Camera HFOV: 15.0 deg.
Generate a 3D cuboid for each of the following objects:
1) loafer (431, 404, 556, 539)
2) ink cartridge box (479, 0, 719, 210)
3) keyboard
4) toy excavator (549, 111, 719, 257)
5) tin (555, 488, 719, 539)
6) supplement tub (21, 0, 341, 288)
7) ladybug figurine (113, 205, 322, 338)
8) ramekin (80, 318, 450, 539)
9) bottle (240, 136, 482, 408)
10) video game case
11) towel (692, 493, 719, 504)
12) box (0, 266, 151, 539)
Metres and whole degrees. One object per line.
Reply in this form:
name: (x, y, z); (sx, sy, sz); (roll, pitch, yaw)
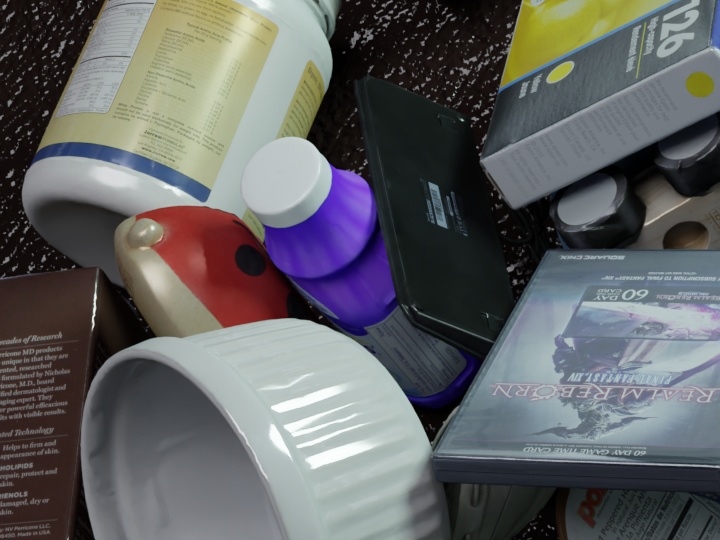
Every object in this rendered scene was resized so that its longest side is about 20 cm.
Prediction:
loafer: (0.036, 0.141, 1.402); (0.201, 0.070, 0.070); (-64, 35, 27)
ink cartridge box: (0.167, -0.136, 1.479); (0.199, 0.047, 0.198); (-27, 23, 27)
keyboard: (0.057, -0.021, 1.460); (0.021, 0.127, 0.200); (-51, 31, 32)
toy excavator: (0.185, -0.088, 1.509); (0.194, 0.100, 0.200); (-32, 37, 13)
tin: (0.180, 0.149, 1.339); (0.200, 0.042, 0.112); (39, 118, 25)
supplement tub: (-0.101, -0.097, 1.626); (0.144, 0.144, 0.201); (8, 64, 31)
ladybug figurine: (-0.064, 0.031, 1.491); (0.072, 0.200, 0.136); (-35, 47, 2)
ramekin: (-0.043, 0.118, 1.350); (0.105, 0.201, 0.200); (-19, 42, -31)
bottle: (0.000, 0.000, 1.475); (0.065, 0.200, 0.083); (-47, 51, -6)
video game case: (0.132, 0.045, 1.336); (0.142, 0.019, 0.200); (0, 29, 22)
towel: (0.232, 0.069, 1.338); (0.144, 0.024, 0.200); (23, 40, 20)
box: (-0.171, 0.109, 1.558); (0.075, 0.100, 0.201); (-5, 58, 17)
